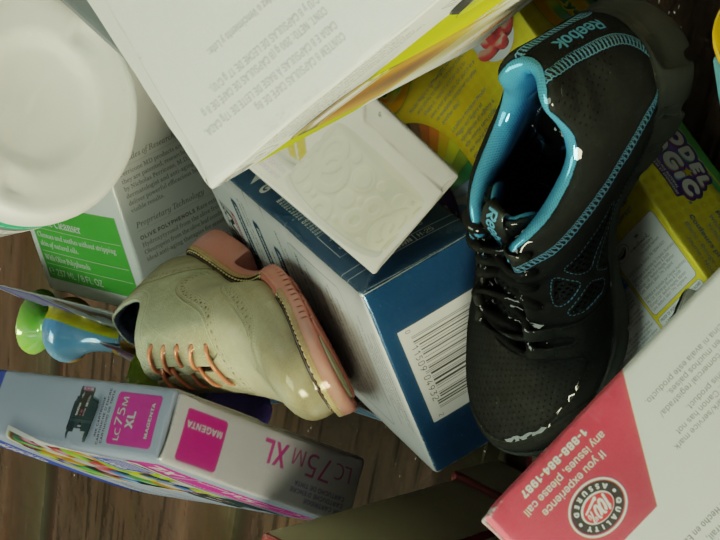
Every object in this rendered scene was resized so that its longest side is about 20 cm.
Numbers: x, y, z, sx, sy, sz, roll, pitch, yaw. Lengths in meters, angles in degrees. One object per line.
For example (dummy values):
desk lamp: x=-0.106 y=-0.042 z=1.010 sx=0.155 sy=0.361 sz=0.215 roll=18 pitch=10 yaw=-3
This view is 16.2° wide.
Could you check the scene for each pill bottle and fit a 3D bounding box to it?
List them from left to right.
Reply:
pill bottle: x=-0.202 y=-0.066 z=1.217 sx=0.200 sy=0.113 sz=0.113 roll=-11 pitch=107 yaw=55

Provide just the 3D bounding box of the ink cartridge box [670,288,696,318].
ink cartridge box: x=0.201 y=0.086 z=0.997 sx=0.200 sy=0.039 sz=0.100 roll=25 pitch=140 yaw=5

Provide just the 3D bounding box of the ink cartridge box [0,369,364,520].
ink cartridge box: x=-0.107 y=0.083 z=1.226 sx=0.200 sy=0.119 sz=0.042 roll=6 pitch=76 yaw=50

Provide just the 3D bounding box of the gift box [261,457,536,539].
gift box: x=0.072 y=0.190 z=1.162 sx=0.184 sy=0.187 sz=0.200 roll=29 pitch=117 yaw=40

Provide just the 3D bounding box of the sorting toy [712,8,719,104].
sorting toy: x=0.198 y=-0.030 z=0.924 sx=0.200 sy=0.107 sz=0.180 roll=46 pitch=163 yaw=19

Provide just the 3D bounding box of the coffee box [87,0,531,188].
coffee box: x=0.006 y=-0.185 z=0.900 sx=0.200 sy=0.198 sz=0.200 roll=-35 pitch=87 yaw=40

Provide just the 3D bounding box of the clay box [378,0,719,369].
clay box: x=0.083 y=-0.043 z=1.064 sx=0.200 sy=0.048 sz=0.115 roll=57 pitch=142 yaw=15

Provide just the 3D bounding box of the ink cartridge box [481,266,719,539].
ink cartridge box: x=0.167 y=0.108 z=0.897 sx=0.200 sy=0.145 sz=0.083 roll=46 pitch=-173 yaw=14

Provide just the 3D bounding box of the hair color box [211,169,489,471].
hair color box: x=0.000 y=0.000 z=1.145 sx=0.200 sy=0.060 sz=0.100 roll=40 pitch=156 yaw=57

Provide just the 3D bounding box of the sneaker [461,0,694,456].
sneaker: x=0.065 y=-0.012 z=0.990 sx=0.073 sy=0.082 sz=0.200 roll=29 pitch=123 yaw=32

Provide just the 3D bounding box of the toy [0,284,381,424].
toy: x=-0.097 y=0.056 z=1.307 sx=0.200 sy=0.047 sz=0.115 roll=18 pitch=173 yaw=32

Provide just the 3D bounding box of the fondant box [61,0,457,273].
fondant box: x=-0.061 y=-0.092 z=1.075 sx=0.144 sy=0.058 sz=0.200 roll=41 pitch=180 yaw=-32

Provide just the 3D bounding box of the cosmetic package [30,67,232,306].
cosmetic package: x=-0.131 y=-0.089 z=1.288 sx=0.108 sy=0.085 sz=0.200 roll=11 pitch=125 yaw=52

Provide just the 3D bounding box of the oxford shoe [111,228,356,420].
oxford shoe: x=-0.059 y=0.038 z=1.150 sx=0.071 sy=0.074 sz=0.200 roll=64 pitch=168 yaw=-17
